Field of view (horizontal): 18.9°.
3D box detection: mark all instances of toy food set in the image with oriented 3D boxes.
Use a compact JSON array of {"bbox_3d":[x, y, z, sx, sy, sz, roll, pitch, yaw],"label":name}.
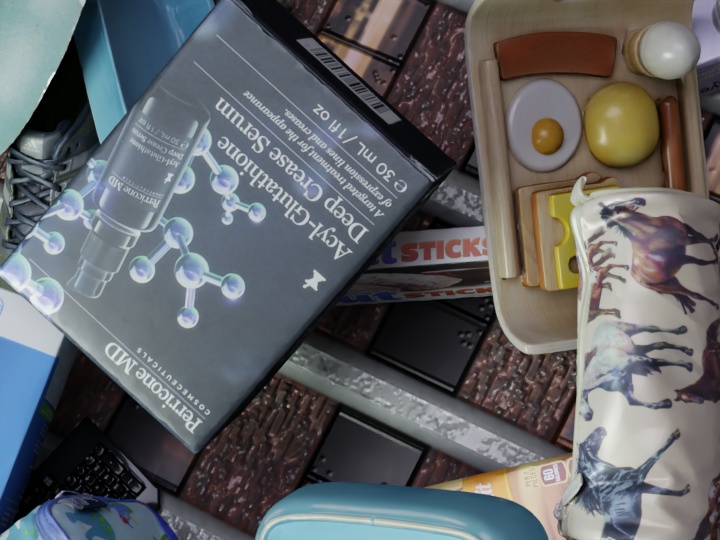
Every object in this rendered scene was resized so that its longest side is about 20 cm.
[{"bbox_3d":[0.141,-0.062,1.192,0.143,0.060,0.201,-8,95,-22],"label":"toy food set"}]

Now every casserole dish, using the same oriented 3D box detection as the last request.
[{"bbox_3d":[-0.126,-0.120,1.311,0.039,0.121,0.201,-25,69,29],"label":"casserole dish"},{"bbox_3d":[0.014,0.175,1.138,0.199,0.039,0.122,2,87,33],"label":"casserole dish"}]

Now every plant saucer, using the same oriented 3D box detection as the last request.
[{"bbox_3d":[-0.211,-0.163,1.308,0.039,0.201,0.202,20,75,-25],"label":"plant saucer"}]

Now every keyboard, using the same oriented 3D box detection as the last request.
[{"bbox_3d":[-0.219,0.172,1.280,0.104,0.040,0.200,41,85,20],"label":"keyboard"}]

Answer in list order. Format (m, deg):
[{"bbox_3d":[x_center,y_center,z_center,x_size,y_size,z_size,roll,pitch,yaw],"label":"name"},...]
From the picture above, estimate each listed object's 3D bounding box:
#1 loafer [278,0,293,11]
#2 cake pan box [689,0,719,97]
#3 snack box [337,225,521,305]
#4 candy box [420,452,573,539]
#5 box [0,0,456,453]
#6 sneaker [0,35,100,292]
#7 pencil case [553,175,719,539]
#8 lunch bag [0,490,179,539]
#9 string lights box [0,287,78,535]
[{"bbox_3d":[-0.091,-0.239,1.360,0.063,0.072,0.200,-32,67,-4],"label":"loafer"},{"bbox_3d":[0.167,-0.195,1.294,0.183,0.052,0.201,-20,70,5],"label":"cake pan box"},{"bbox_3d":[0.000,0.000,1.262,0.199,0.072,0.024,-4,74,12],"label":"snack box"},{"bbox_3d":[0.082,0.172,1.199,0.199,0.055,0.116,-14,72,8],"label":"candy box"},{"bbox_3d":[-0.070,-0.029,1.178,0.148,0.107,0.200,41,101,2],"label":"box"},{"bbox_3d":[-0.195,-0.054,1.320,0.074,0.081,0.201,9,76,16],"label":"sneaker"},{"bbox_3d":[0.145,0.053,1.129,0.089,0.078,0.201,3,86,-18],"label":"pencil case"},{"bbox_3d":[-0.117,0.217,1.178,0.082,0.161,0.200,-37,71,11],"label":"lunch bag"},{"bbox_3d":[-0.220,0.115,1.226,0.059,0.103,0.201,20,80,-1],"label":"string lights box"}]
